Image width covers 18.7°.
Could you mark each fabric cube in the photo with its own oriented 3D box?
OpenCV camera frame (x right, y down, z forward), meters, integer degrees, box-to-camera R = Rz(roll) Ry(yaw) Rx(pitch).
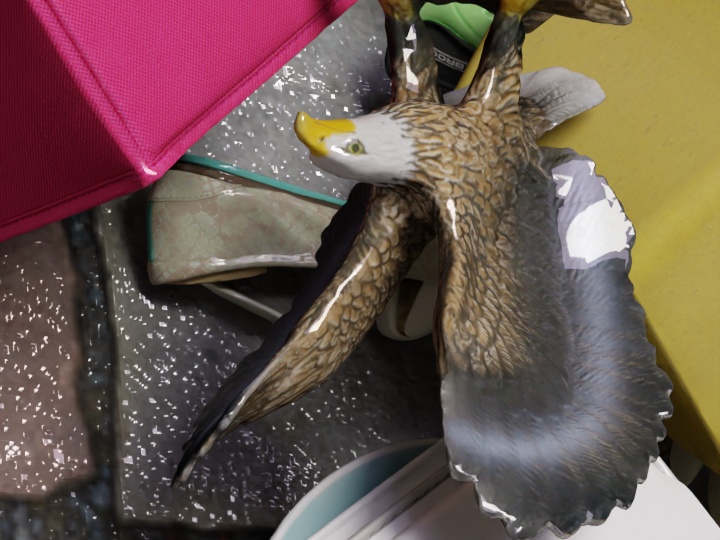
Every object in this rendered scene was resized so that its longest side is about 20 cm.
[{"bbox_3d":[-0.130,-0.140,0.805,0.196,0.200,0.200,-45,109,-41],"label":"fabric cube"}]

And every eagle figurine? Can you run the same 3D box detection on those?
[{"bbox_3d":[0.023,-0.014,0.732,0.150,0.152,0.201,8,83,-19],"label":"eagle figurine"}]

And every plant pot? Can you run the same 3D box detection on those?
[{"bbox_3d":[0.149,-0.039,0.861,0.176,0.200,0.200,-41,130,-8],"label":"plant pot"}]

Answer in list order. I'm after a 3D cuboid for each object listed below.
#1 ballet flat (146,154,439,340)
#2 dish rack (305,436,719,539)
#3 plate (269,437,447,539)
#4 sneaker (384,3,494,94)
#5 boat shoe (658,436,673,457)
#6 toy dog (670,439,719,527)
[{"bbox_3d":[0.000,0.000,0.932,0.199,0.067,0.063,12,85,-20],"label":"ballet flat"},{"bbox_3d":[0.063,0.132,0.706,0.200,0.044,0.172,-33,81,-40],"label":"dish rack"},{"bbox_3d":[0.044,0.152,0.726,0.199,0.026,0.201,14,57,-24],"label":"plate"},{"bbox_3d":[0.089,-0.057,1.004,0.200,0.084,0.077,46,35,-21],"label":"sneaker"},{"bbox_3d":[0.134,0.041,0.968,0.201,0.072,0.066,-31,86,-35],"label":"boat shoe"},{"bbox_3d":[0.210,0.151,0.898,0.194,0.139,0.201,26,61,-37],"label":"toy dog"}]
